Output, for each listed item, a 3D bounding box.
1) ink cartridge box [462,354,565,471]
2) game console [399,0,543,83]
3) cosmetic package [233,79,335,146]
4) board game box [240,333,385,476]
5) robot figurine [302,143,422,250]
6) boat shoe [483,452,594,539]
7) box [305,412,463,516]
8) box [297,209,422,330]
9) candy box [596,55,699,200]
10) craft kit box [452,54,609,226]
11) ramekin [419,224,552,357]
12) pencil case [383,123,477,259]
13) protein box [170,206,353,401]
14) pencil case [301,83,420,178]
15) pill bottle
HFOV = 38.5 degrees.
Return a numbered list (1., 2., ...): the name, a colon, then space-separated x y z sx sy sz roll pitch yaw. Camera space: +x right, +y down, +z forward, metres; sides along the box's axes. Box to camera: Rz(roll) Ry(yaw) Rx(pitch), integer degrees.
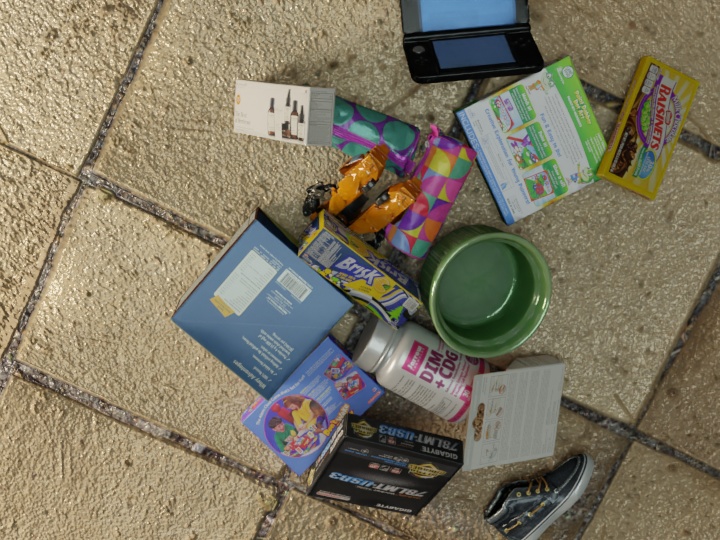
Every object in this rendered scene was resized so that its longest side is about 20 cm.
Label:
1. ink cartridge box: 0.236 0.225 1.647 0.199 0.057 0.164 -1 104 -30
2. game console: 0.163 -0.376 1.536 0.198 0.177 0.117 -6 130 -2
3. cosmetic package: -0.115 -0.233 1.505 0.050 0.199 0.083 -2 102 -38
4. board game box: -0.077 0.215 1.671 0.200 0.045 0.134 -44 101 6
5. robot figurine: 0.000 -0.101 1.565 0.145 0.058 0.200 45 137 -8
6. boat shoe: 0.295 0.367 1.710 0.091 0.071 0.201 37 99 -14
7. box: 0.035 0.312 1.629 0.198 0.050 0.199 15 137 -14
8. box: 0.000 0.000 1.554 0.200 0.070 0.064 38 109 -20
9. candy box: 0.448 -0.221 1.603 0.102 0.026 0.201 22 88 -17
10. craft kit box: 0.273 -0.203 1.611 0.196 0.049 0.201 -25 102 4
11. ramekin: 0.188 0.025 1.605 0.198 0.098 0.202 -5 109 -15
12. pencil case: 0.104 -0.120 1.590 0.088 0.088 0.201 22 103 -7
13. protein box: -0.150 0.049 1.588 0.198 0.135 0.200 41 96 -10
14. pencil case: -0.009 -0.210 1.564 0.199 0.093 0.086 19 118 -8
15. pill bottle: 0.094 0.151 1.634 0.199 0.113 0.114 28 99 -8
